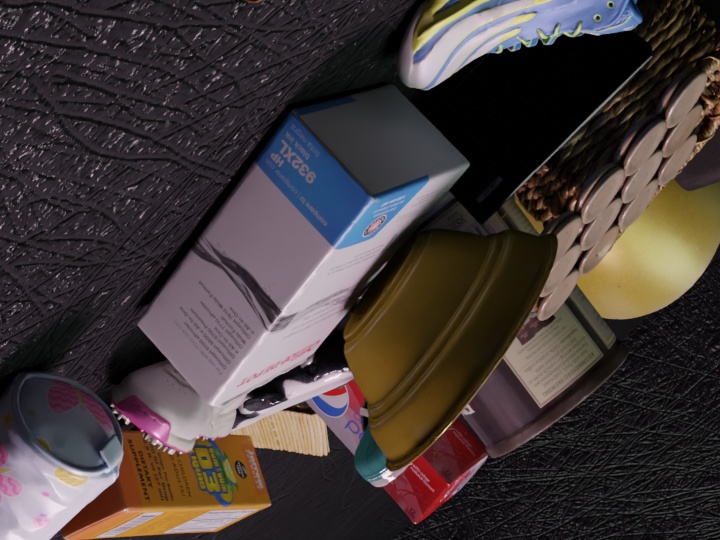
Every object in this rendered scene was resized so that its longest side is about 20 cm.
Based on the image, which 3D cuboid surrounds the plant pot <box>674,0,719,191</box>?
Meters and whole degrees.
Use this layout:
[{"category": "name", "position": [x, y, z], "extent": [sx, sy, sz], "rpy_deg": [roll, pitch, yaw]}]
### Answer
[{"category": "plant pot", "position": [0.339, -0.187, 1.632], "extent": [0.199, 0.201, 0.177], "rpy_deg": [-30, 169, -47]}]

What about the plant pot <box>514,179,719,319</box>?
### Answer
[{"category": "plant pot", "position": [0.223, -0.070, 1.699], "extent": [0.200, 0.201, 0.142], "rpy_deg": [-46, 142, 15]}]

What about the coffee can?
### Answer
[{"category": "coffee can", "position": [0.107, 0.031, 1.510], "extent": [0.146, 0.201, 0.146], "rpy_deg": [-37, 180, 0]}]

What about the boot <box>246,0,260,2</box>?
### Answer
[{"category": "boot", "position": [0.037, -0.221, 0.907], "extent": [0.199, 0.069, 0.188], "rpy_deg": [-18, 160, -47]}]

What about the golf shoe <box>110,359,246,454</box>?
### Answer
[{"category": "golf shoe", "position": [-0.124, 0.079, 1.335], "extent": [0.092, 0.075, 0.200], "rpy_deg": [-54, 174, 7]}]

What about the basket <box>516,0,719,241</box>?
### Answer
[{"category": "basket", "position": [0.223, -0.114, 1.466], "extent": [0.200, 0.149, 0.143], "rpy_deg": [-44, -168, -15]}]

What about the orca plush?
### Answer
[{"category": "orca plush", "position": [-0.066, 0.075, 1.470], "extent": [0.104, 0.072, 0.200], "rpy_deg": [-16, 172, -24]}]

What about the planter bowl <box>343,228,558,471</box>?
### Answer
[{"category": "planter bowl", "position": [0.045, 0.034, 1.264], "extent": [0.201, 0.083, 0.200], "rpy_deg": [-54, -174, 8]}]

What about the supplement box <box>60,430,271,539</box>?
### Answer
[{"category": "supplement box", "position": [-0.151, 0.162, 1.382], "extent": [0.068, 0.067, 0.200], "rpy_deg": [-26, 163, 23]}]

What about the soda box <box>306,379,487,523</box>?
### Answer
[{"category": "soda box", "position": [0.013, 0.113, 1.545], "extent": [0.070, 0.200, 0.064], "rpy_deg": [-30, 162, -47]}]

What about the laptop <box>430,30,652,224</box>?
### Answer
[{"category": "laptop", "position": [0.134, -0.119, 1.389], "extent": [0.177, 0.103, 0.200], "rpy_deg": [-44, 168, 4]}]

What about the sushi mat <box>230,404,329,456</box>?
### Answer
[{"category": "sushi mat", "position": [-0.077, 0.142, 1.653], "extent": [0.200, 0.095, 0.012], "rpy_deg": [88, 11, -74]}]

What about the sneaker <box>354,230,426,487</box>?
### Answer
[{"category": "sneaker", "position": [0.034, 0.063, 1.394], "extent": [0.201, 0.079, 0.071], "rpy_deg": [-63, -162, -9]}]

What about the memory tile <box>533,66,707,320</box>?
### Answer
[{"category": "memory tile", "position": [0.195, -0.057, 1.387], "extent": [0.200, 0.017, 0.154], "rpy_deg": [-48, 161, -12]}]

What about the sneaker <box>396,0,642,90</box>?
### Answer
[{"category": "sneaker", "position": [0.116, -0.171, 1.157], "extent": [0.200, 0.105, 0.076], "rpy_deg": [-47, 167, 13]}]

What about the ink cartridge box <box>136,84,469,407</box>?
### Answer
[{"category": "ink cartridge box", "position": [-0.039, -0.018, 1.220], "extent": [0.200, 0.084, 0.145], "rpy_deg": [-51, 167, 28]}]

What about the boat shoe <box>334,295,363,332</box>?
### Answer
[{"category": "boat shoe", "position": [0.000, 0.000, 1.432], "extent": [0.072, 0.071, 0.200], "rpy_deg": [-35, 164, -33]}]

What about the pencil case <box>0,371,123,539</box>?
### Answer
[{"category": "pencil case", "position": [-0.234, 0.157, 1.173], "extent": [0.200, 0.091, 0.083], "rpy_deg": [-51, 165, 27]}]
